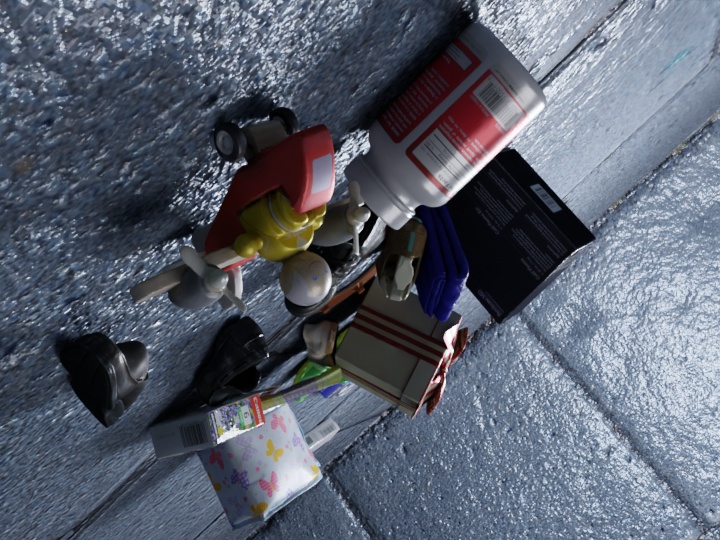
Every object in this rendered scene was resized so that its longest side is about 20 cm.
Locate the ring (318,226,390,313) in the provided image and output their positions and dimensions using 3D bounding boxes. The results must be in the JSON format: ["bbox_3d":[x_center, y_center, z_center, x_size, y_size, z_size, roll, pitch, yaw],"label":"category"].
[{"bbox_3d":[0.000,0.000,1.258,0.200,0.019,0.201,-39,166,-11],"label":"ring"}]

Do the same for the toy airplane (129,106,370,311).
[{"bbox_3d":[-0.083,-0.021,0.713,0.199,0.142,0.199,-40,167,-1],"label":"toy airplane"}]

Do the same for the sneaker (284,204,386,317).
[{"bbox_3d":[-0.026,-0.029,1.022,0.200,0.060,0.104,-45,168,-4],"label":"sneaker"}]

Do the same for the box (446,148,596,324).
[{"bbox_3d":[0.232,-0.056,1.327,0.182,0.201,0.104,-48,165,31],"label":"box"}]

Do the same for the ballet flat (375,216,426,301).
[{"bbox_3d":[0.058,-0.001,1.198,0.067,0.073,0.201,7,154,-5],"label":"ballet flat"}]

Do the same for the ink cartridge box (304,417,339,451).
[{"bbox_3d":[-0.160,0.506,2.329,0.162,0.057,0.201,-28,156,-43],"label":"ink cartridge box"}]

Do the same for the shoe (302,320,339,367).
[{"bbox_3d":[-0.065,0.118,1.392,0.052,0.071,0.200,6,165,1],"label":"shoe"}]

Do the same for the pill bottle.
[{"bbox_3d":[0.081,-0.140,0.846,0.200,0.113,0.112,-43,166,12],"label":"pill bottle"}]

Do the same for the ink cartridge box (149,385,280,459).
[{"bbox_3d":[-0.205,0.222,1.241,0.108,0.051,0.199,-17,176,26],"label":"ink cartridge box"}]

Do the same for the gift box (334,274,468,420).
[{"bbox_3d":[0.068,0.138,1.406,0.186,0.185,0.200,-62,173,-11],"label":"gift box"}]

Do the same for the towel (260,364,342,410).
[{"bbox_3d":[-0.125,0.206,1.408,0.197,0.023,0.144,-20,168,-6],"label":"towel"}]

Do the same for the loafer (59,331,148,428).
[{"bbox_3d":[-0.241,0.092,0.812,0.072,0.073,0.200,-43,178,-25],"label":"loafer"}]

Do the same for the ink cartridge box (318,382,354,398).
[{"bbox_3d":[-0.038,0.236,1.844,0.099,0.039,0.200,-42,166,7],"label":"ink cartridge box"}]

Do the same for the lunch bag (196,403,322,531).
[{"bbox_3d":[-0.172,0.343,1.505,0.127,0.171,0.199,-30,176,41],"label":"lunch bag"}]

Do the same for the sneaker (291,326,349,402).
[{"bbox_3d":[-0.048,0.180,1.546,0.199,0.084,0.074,-40,167,-1],"label":"sneaker"}]

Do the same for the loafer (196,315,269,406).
[{"bbox_3d":[-0.170,0.138,1.117,0.068,0.071,0.201,-28,162,-37],"label":"loafer"}]

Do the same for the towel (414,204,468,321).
[{"bbox_3d":[0.105,-0.016,1.242,0.049,0.150,0.200,-17,162,-9],"label":"towel"}]
